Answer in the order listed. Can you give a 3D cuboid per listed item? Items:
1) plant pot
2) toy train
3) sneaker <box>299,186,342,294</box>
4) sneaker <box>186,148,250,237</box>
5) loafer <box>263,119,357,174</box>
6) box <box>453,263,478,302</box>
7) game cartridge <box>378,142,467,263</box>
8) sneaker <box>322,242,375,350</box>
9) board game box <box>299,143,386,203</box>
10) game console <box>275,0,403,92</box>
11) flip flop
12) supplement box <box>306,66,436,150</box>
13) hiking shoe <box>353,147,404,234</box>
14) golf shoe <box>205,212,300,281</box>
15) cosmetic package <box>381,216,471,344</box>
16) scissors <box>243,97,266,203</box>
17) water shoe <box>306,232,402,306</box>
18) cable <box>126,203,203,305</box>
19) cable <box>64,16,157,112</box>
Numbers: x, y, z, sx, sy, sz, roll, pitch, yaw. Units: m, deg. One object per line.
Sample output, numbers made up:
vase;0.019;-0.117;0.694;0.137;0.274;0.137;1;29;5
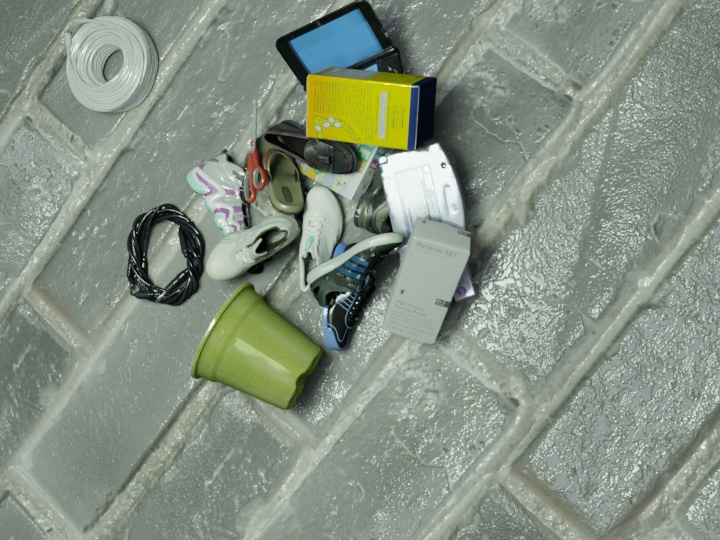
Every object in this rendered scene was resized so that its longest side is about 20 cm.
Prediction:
plant pot;-0.176;0.154;1.528;0.184;0.200;0.201;30;96;7
toy train;-0.158;-0.077;1.600;0.034;0.046;0.200;38;98;17
sneaker;-0.081;-0.055;1.542;0.075;0.088;0.201;3;93;19
sneaker;-0.228;-0.145;1.615;0.140;0.078;0.200;-37;87;3
loafer;-0.095;-0.218;1.531;0.200;0.063;0.072;29;128;34
box;0.158;-0.044;1.494;0.039;0.041;0.201;-21;79;16
game cartridge;0.114;-0.114;1.458;0.132;0.041;0.201;-11;93;21
sneaker;-0.016;0.048;1.530;0.078;0.070;0.201;6;87;26
board game box;-0.013;-0.242;1.556;0.134;0.034;0.201;30;96;31
game console;-0.036;-0.351;1.502;0.199;0.118;0.172;-18;71;27
flip flop;-0.150;-0.186;1.563;0.081;0.058;0.201;-5;48;-19
supplement box;0.019;-0.278;1.436;0.199;0.109;0.110;10;113;19
hiking shoe;0.069;-0.152;1.525;0.100;0.076;0.201;28;101;6
golf shoe;-0.205;-0.041;1.537;0.199;0.097;0.078;-33;102;9
cosmetic package;0.111;0.019;1.431;0.101;0.074;0.201;16;125;-1
scissors;-0.206;-0.225;1.582;0.073;0.014;0.201;-36;56;47
water shoe;0.000;0.000;1.467;0.199;0.071;0.079;-28;79;27
cable;-0.388;-0.034;1.674;0.162;0.051;0.201;8;88;19
cable;-0.516;-0.424;1.737;0.199;0.069;0.201;3;88;18
